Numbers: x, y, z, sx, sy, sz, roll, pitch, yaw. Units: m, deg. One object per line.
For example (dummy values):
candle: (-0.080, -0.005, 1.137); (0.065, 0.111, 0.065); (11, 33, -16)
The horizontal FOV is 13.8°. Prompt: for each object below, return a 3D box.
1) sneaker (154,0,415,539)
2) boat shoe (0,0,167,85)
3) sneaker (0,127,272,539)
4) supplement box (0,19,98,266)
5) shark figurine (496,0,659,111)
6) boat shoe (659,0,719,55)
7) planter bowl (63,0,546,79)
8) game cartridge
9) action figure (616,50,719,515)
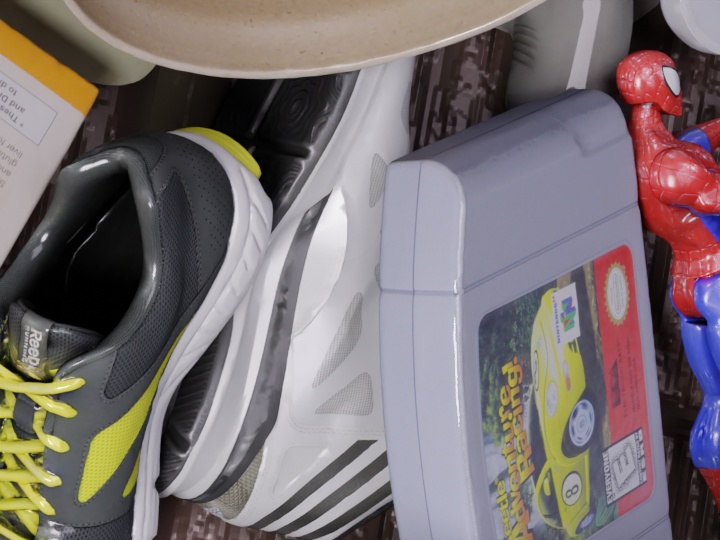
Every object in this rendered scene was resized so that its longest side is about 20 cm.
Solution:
sneaker: (0.000, 0.000, 1.045); (0.115, 0.076, 0.201); (25, 83, -30)
boat shoe: (-0.148, -0.134, 0.986); (0.201, 0.074, 0.063); (27, 49, -14)
sneaker: (-0.100, 0.042, 0.956); (0.074, 0.085, 0.200); (21, 91, 23)
supplement box: (-0.188, -0.006, 0.936); (0.126, 0.074, 0.200); (36, 63, -18)
shark figurine: (0.063, -0.140, 1.070); (0.128, 0.089, 0.215); (-34, 101, -25)
boat shoe: (0.170, -0.160, 1.131); (0.072, 0.066, 0.200); (43, 73, -27)
planter bowl: (-0.011, -0.170, 0.929); (0.200, 0.200, 0.135); (-2, 62, -25)
game cartridge: (0.057, 0.048, 1.027); (0.133, 0.041, 0.200); (-24, 111, -49)
action figure: (0.151, 0.004, 1.096); (0.099, 0.065, 0.200); (-27, 105, -20)
